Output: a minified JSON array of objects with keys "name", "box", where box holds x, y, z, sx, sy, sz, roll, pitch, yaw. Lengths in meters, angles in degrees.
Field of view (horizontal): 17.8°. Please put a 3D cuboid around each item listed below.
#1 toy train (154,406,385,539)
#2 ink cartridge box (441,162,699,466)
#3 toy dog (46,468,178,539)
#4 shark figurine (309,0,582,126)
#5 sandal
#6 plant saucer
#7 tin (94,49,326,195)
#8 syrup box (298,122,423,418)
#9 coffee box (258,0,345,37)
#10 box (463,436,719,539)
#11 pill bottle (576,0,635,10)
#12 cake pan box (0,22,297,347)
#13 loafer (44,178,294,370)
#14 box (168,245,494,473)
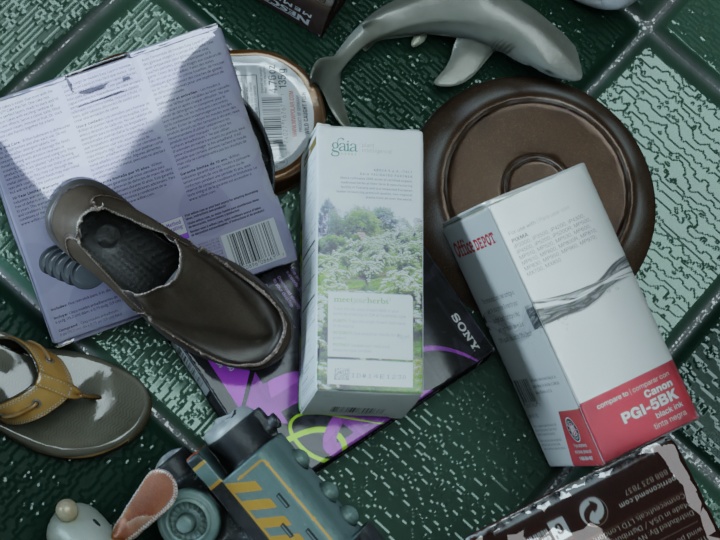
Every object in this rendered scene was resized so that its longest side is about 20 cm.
[{"name":"toy train","box":[-0.055,0.191,1.623,0.114,0.085,0.200,-40,86,10]},{"name":"ink cartridge box","box":[0.148,0.034,1.654,0.083,0.147,0.200,-24,90,-12]},{"name":"toy dog","box":[-0.148,0.195,1.547,0.200,0.096,0.132,4,43,26]},{"name":"shark figurine","box":[0.055,-0.194,1.751,0.214,0.090,0.128,-9,65,-9]},{"name":"sandal","box":[-0.247,0.074,1.652,0.200,0.055,0.082,26,73,-2]},{"name":"plant saucer","box":[0.133,-0.058,1.762,0.200,0.032,0.201,2,76,-8]},{"name":"tin","box":[-0.124,-0.111,1.731,0.200,0.042,0.112,-3,72,-10]},{"name":"syrup box","box":[0.000,0.000,1.662,0.079,0.081,0.200,3,73,-10]},{"name":"coffee box","box":[-0.088,-0.273,1.740,0.200,0.113,0.080,31,73,-1]},{"name":"box","box":[0.158,0.237,1.599,0.166,0.200,0.164,-25,81,-15]},{"name":"pill bottle","box":[0.217,-0.310,1.800,0.109,0.109,0.200,34,72,1]},{"name":"cake pan box","box":[-0.160,-0.065,1.670,0.200,0.052,0.185,-21,100,-7]},{"name":"loafer","box":[-0.134,0.012,1.619,0.200,0.071,0.073,31,93,-15]},{"name":"box","box":[-0.020,0.055,1.704,0.200,0.036,0.143,-32,83,-17]}]
